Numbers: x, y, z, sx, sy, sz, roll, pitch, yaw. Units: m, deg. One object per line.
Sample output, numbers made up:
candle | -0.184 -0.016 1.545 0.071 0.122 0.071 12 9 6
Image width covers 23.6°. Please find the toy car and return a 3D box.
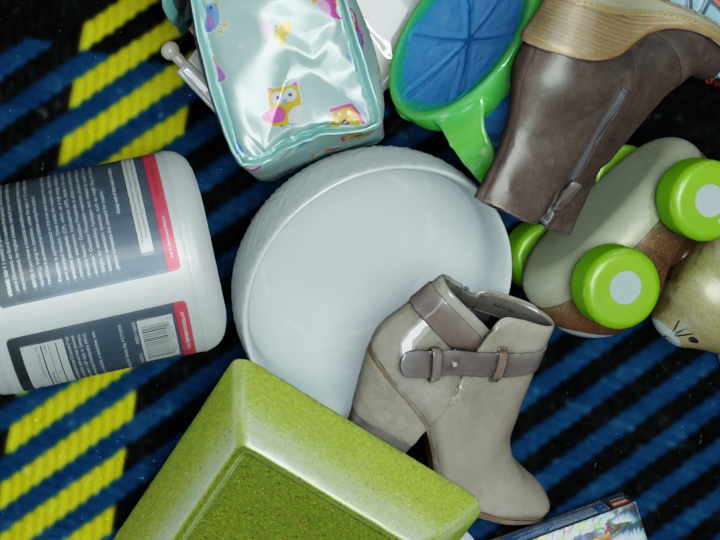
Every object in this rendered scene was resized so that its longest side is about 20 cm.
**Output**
toy car | 0.226 0.022 1.215 0.158 0.164 0.200 -45 107 -5

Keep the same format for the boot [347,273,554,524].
boot | 0.087 0.089 1.193 0.200 0.070 0.146 23 111 -30

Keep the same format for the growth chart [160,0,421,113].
growth chart | -0.030 -0.170 1.245 0.200 0.018 0.145 -36 94 -5

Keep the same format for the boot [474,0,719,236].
boot | 0.159 -0.104 1.139 0.200 0.072 0.167 10 103 -49

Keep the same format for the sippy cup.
sippy cup | 0.111 -0.132 1.200 0.130 0.140 0.178 33 83 -33

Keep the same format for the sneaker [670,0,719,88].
sneaker | 0.246 -0.193 1.248 0.200 0.079 0.096 25 95 -16

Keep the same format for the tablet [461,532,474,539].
tablet | -0.025 0.174 1.249 0.130 0.014 0.200 -43 95 -5

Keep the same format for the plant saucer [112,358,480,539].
plant saucer | -0.052 0.190 1.184 0.200 0.048 0.200 32 116 -6

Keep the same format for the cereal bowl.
cereal bowl | 0.000 0.000 1.198 0.200 0.083 0.200 -11 122 -18

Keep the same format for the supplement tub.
supplement tub | -0.199 0.004 1.163 0.200 0.140 0.141 -12 92 -7

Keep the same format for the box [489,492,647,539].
box | 0.162 0.279 1.254 0.137 0.040 0.200 -19 96 -6

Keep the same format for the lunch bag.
lunch bag | -0.062 -0.168 1.147 0.122 0.170 0.200 -20 91 0
